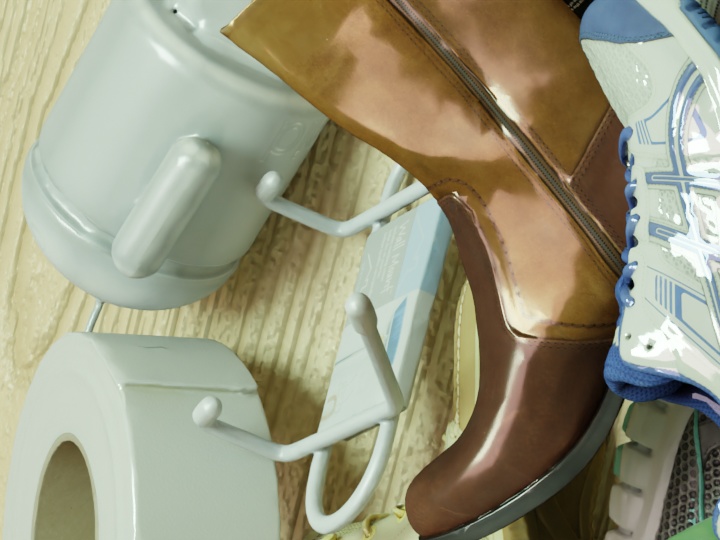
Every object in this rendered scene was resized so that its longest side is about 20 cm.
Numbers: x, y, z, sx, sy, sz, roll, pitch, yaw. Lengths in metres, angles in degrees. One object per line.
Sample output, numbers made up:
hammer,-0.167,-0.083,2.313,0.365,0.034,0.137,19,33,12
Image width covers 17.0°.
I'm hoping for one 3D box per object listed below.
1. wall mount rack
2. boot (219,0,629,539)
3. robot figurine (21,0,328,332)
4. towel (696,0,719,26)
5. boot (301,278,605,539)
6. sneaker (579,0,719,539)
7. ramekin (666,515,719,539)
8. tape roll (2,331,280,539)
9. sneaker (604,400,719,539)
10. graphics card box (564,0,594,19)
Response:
wall mount rack,0.000,0.000,0.998,0.174,0.074,0.201,-31,39,56
boot,0.027,-0.022,0.858,0.200,0.068,0.188,42,109,-2
robot figurine,-0.085,-0.063,1.122,0.200,0.113,0.170,-57,12,28
towel,0.135,-0.065,0.771,0.034,0.200,0.193,-32,75,5
boot,0.030,0.099,1.026,0.155,0.073,0.201,-10,83,46
sneaker,0.108,-0.003,0.774,0.088,0.075,0.200,-29,68,5
ramekin,0.143,0.168,0.818,0.200,0.200,0.098,-59,42,25
tape roll,-0.106,0.128,1.119,0.202,0.071,0.203,-175,90,-67
sneaker,0.135,0.134,0.915,0.091,0.077,0.201,18,105,36
graphics card box,0.088,-0.139,0.954,0.125,0.051,0.200,-42,54,-4
